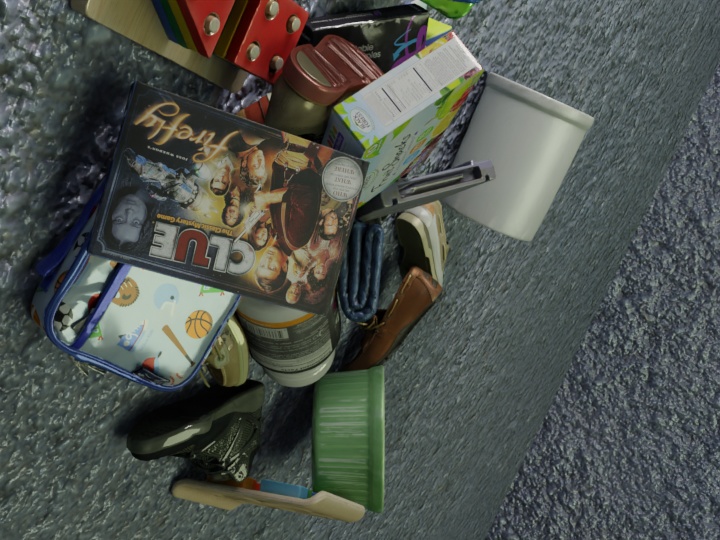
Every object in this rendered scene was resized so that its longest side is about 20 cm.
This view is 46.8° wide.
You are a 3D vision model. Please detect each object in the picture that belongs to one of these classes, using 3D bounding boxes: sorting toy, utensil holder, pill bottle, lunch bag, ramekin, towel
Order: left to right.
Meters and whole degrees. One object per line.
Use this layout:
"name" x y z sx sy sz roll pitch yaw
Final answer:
"lunch bag" -0.180 0.000 0.712 0.160 0.075 0.201 34 82 -37
"sorting toy" -0.100 -0.255 0.660 0.198 0.069 0.202 13 104 -64
"sorting toy" -0.111 0.285 1.051 0.185 0.198 0.037 51 42 -62
"pill bottle" -0.081 0.046 0.925 0.117 0.116 0.201 -50 159 -23
"ramekin" -0.015 0.235 1.170 0.200 0.096 0.203 0 90 -89
"towel" 0.000 0.000 0.960 0.200 0.048 0.113 -13 107 -89
"utensil holder" 0.226 -0.168 1.241 0.169 0.169 0.202 -4 122 -60

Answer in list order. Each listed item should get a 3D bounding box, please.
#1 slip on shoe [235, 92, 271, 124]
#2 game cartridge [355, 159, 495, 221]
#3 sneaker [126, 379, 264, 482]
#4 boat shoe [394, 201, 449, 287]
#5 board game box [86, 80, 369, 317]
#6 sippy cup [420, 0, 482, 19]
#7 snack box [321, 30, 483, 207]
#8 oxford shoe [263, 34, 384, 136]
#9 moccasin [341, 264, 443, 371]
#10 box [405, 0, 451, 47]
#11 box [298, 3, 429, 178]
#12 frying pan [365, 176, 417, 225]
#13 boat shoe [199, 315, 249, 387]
"slip on shoe" -0.089 -0.099 0.849 0.061 0.075 0.201 -18 151 -5
"game cartridge" 0.056 -0.093 1.016 0.199 0.129 0.039 -18 95 -40
"sneaker" -0.175 0.198 0.929 0.199 0.075 0.116 -14 105 -62
"boat shoe" 0.102 -0.028 1.247 0.068 0.074 0.201 -46 151 -23
"board game box" -0.103 -0.053 0.671 0.198 0.035 0.137 16 90 -21
"sippy cup" 0.081 -0.336 0.845 0.177 0.130 0.141 -13 127 -58
"snack box" 0.025 -0.130 0.812 0.142 0.053 0.200 -35 173 -17
"oxford shoe" -0.033 -0.168 0.773 0.075 0.070 0.200 -48 172 27
"moccasin" 0.035 0.080 1.231 0.202 0.078 0.074 -52 175 23
"box" 0.049 -0.212 1.002 0.122 0.047 0.202 -36 144 -42
"box" -0.002 -0.179 0.900 0.142 0.036 0.202 -17 134 -28
"frying pan" 0.006 -0.060 1.088 0.192 0.031 0.115 -64 154 -3
"boat shoe" -0.166 0.049 0.843 0.062 0.073 0.202 -35 133 -27
